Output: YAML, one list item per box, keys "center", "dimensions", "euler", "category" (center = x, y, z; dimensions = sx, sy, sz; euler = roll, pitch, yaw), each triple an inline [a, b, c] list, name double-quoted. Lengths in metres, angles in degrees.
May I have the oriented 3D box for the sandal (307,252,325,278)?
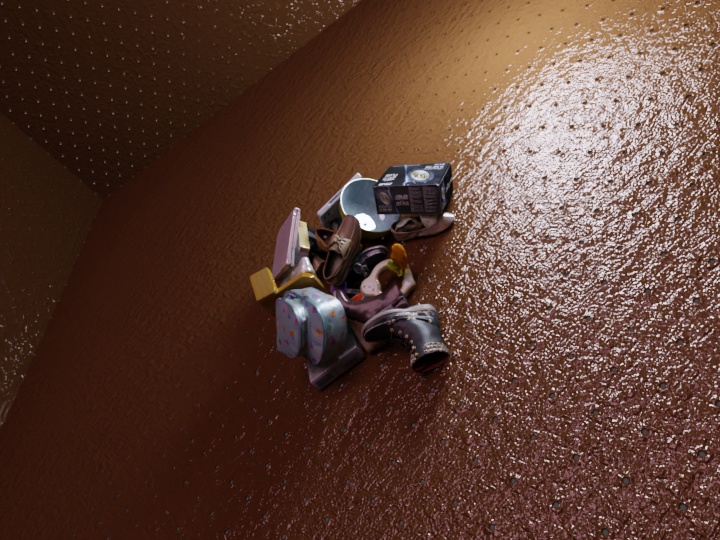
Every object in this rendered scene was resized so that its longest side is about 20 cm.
- center: [-0.132, -0.001, 1.697]
  dimensions: [0.067, 0.079, 0.215]
  euler: [-9, 48, -10]
  category: "sandal"

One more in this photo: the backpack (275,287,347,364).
- center: [-0.127, 0.144, 1.375]
  dimensions: [0.196, 0.150, 0.183]
  euler: [12, 105, 43]
  category: "backpack"

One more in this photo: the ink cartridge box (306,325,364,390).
- center: [-0.078, 0.207, 1.465]
  dimensions: [0.160, 0.050, 0.202]
  euler: [-37, 29, 11]
  category: "ink cartridge box"

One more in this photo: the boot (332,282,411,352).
- center: [0.033, 0.089, 1.391]
  dimensions: [0.166, 0.072, 0.202]
  euler: [-42, 69, 11]
  category: "boot"

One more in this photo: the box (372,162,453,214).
- center: [0.154, -0.234, 1.531]
  dimensions: [0.193, 0.089, 0.165]
  euler: [2, 32, 23]
  category: "box"

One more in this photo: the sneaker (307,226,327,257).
- center: [-0.146, -0.075, 1.777]
  dimensions: [0.198, 0.074, 0.090]
  euler: [33, 108, 44]
  category: "sneaker"

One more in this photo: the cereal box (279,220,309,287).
- center: [-0.218, -0.039, 1.736]
  dimensions: [0.146, 0.038, 0.204]
  euler: [-107, 35, -51]
  category: "cereal box"

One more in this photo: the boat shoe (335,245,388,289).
- center: [0.000, 0.000, 1.549]
  dimensions: [0.196, 0.075, 0.063]
  euler: [-30, 37, 20]
  category: "boat shoe"

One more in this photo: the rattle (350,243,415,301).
- center: [0.043, 0.033, 1.411]
  dimensions: [0.194, 0.143, 0.134]
  euler: [-22, 78, 3]
  category: "rattle"

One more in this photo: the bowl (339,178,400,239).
- center: [0.019, -0.168, 1.640]
  dimensions: [0.109, 0.194, 0.205]
  euler: [117, 169, -54]
  category: "bowl"

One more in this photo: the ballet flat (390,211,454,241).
- center: [0.170, -0.133, 1.520]
  dimensions: [0.195, 0.067, 0.070]
  euler: [-18, 47, 30]
  category: "ballet flat"

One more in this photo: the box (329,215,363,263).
- center: [-0.044, -0.100, 1.703]
  dimensions: [0.081, 0.049, 0.203]
  euler: [-32, 39, 15]
  category: "box"

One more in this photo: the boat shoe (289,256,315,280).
- center: [-0.182, 0.027, 1.631]
  dimensions: [0.201, 0.069, 0.071]
  euler: [126, 138, -53]
  category: "boat shoe"

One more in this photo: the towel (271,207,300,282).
- center: [-0.239, -0.077, 1.717]
  dimensions: [0.199, 0.031, 0.198]
  euler: [145, 133, -61]
  category: "towel"

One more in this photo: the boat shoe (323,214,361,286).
- center: [-0.053, -0.057, 1.504]
  dimensions: [0.074, 0.073, 0.207]
  euler: [13, 85, 28]
  category: "boat shoe"

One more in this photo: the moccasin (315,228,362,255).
- center: [-0.068, -0.088, 1.605]
  dimensions: [0.073, 0.079, 0.199]
  euler: [-41, 37, -17]
  category: "moccasin"

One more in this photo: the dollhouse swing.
- center: [-0.186, 0.062, 1.559]
  dimensions: [0.175, 0.200, 0.183]
  euler: [-40, 37, 5]
  category: "dollhouse swing"

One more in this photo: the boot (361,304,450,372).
- center: [0.108, 0.166, 1.263]
  dimensions: [0.193, 0.075, 0.153]
  euler: [-11, 44, -8]
  category: "boot"

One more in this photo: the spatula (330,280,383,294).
- center: [-0.004, 0.061, 1.508]
  dimensions: [0.194, 0.020, 0.059]
  euler: [5, 87, 26]
  category: "spatula"

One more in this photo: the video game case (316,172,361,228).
- center: [-0.063, -0.220, 1.744]
  dimensions: [0.182, 0.022, 0.200]
  euler: [-45, -7, -4]
  category: "video game case"
